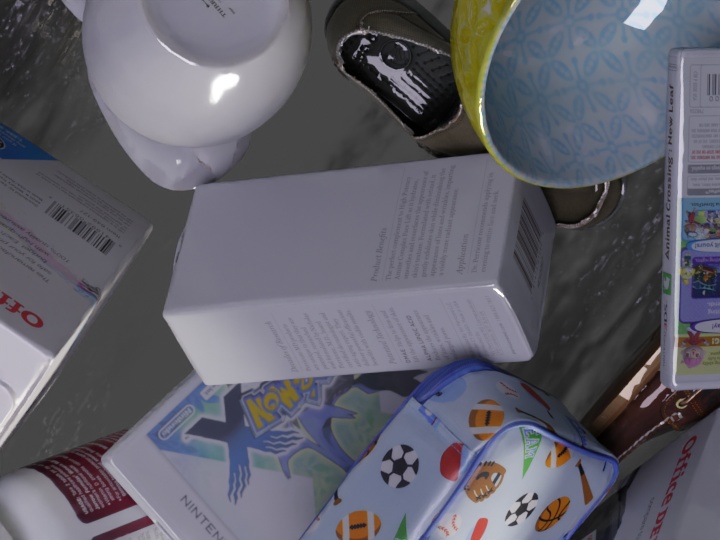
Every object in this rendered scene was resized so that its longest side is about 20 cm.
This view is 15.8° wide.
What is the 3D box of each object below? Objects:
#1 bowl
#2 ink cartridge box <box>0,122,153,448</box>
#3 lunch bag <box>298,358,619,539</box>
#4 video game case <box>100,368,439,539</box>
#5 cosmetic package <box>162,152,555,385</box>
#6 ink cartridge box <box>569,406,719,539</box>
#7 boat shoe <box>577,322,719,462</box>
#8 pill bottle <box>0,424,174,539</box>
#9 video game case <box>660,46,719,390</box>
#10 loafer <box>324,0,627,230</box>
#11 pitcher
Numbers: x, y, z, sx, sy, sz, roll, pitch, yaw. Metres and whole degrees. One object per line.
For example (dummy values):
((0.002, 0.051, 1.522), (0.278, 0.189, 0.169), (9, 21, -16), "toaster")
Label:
((0.122, -0.153, 1.383), (0.108, 0.200, 0.200), (52, 123, 38), "bowl")
((-0.239, 0.021, 1.499), (0.147, 0.200, 0.145), (35, 115, -2), "ink cartridge box")
((0.046, 0.151, 1.439), (0.200, 0.160, 0.076), (-51, 56, 9), "lunch bag")
((-0.021, 0.110, 1.514), (0.200, 0.022, 0.182), (-43, 100, -18), "video game case")
((0.000, 0.000, 1.447), (0.200, 0.102, 0.074), (-5, 138, 22), "cosmetic package")
((0.158, 0.190, 1.471), (0.084, 0.145, 0.200), (37, 134, -9), "ink cartridge box")
((0.195, 0.054, 1.482), (0.070, 0.070, 0.200), (38, 115, -3), "boat shoe")
((-0.156, 0.157, 1.527), (0.110, 0.200, 0.110), (30, 129, 45), "pill bottle")
((0.259, -0.030, 1.395), (0.200, 0.022, 0.182), (-2, 99, -14), "video game case")
((0.059, -0.083, 1.459), (0.200, 0.070, 0.075), (33, 115, -2), "loafer")
((-0.111, -0.140, 1.418), (0.121, 0.200, 0.172), (-43, 90, -16), "pitcher")
